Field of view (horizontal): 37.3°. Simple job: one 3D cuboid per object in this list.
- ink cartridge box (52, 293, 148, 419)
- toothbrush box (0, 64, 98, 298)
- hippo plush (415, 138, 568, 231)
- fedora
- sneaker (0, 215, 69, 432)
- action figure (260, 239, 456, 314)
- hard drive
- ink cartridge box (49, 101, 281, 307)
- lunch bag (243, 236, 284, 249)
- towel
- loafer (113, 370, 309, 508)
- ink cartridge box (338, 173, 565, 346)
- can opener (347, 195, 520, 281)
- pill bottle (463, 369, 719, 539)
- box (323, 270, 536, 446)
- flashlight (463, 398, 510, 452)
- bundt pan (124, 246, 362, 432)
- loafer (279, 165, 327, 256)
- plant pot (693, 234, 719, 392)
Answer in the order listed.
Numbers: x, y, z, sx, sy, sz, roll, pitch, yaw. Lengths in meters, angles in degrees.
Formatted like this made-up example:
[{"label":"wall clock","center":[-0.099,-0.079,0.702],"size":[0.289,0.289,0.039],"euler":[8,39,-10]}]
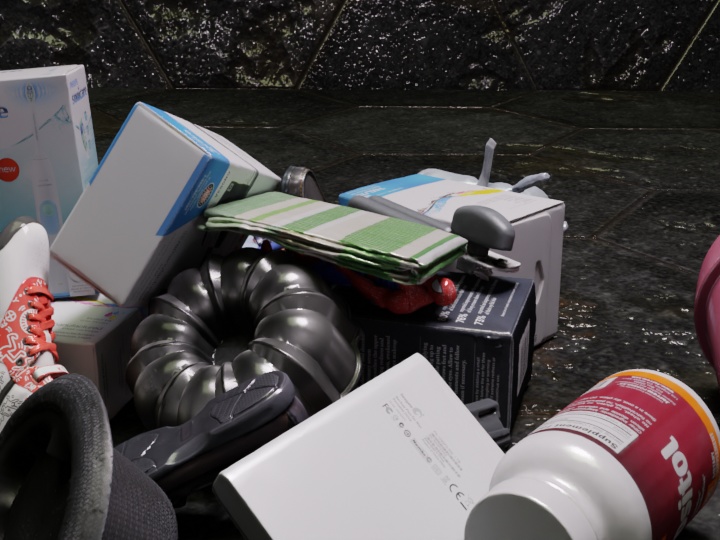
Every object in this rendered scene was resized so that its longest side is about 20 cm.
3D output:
[{"label":"ink cartridge box","center":[-0.267,0.065,1.000],"size":[0.141,0.086,0.200],"euler":[4,17,11]},{"label":"toothbrush box","center":[-0.317,-0.079,0.981],"size":[0.143,0.204,0.085],"euler":[-4,16,-3]},{"label":"hippo plush","center":[0.152,-0.067,1.280],"size":[0.158,0.203,0.160],"euler":[36,25,26]},{"label":"fedora","center":[-0.173,0.164,0.646],"size":[0.091,0.203,0.200],"euler":[29,1,-31]},{"label":"sneaker","center":[-0.258,0.065,0.849],"size":[0.106,0.205,0.067],"euler":[13,-10,21]},{"label":"action figure","center":[0.000,0.000,0.929],"size":[0.197,0.053,0.065],"euler":[17,22,35]},{"label":"hard drive","center":[0.015,0.146,0.708],"size":[0.199,0.026,0.132],"euler":[-26,69,-43]},{"label":"ink cartridge box","center":[-0.162,-0.050,0.939],"size":[0.083,0.147,0.200],"euler":[33,6,11]},{"label":"lunch bag","center":[-0.184,-0.015,1.273],"size":[0.159,0.077,0.198],"euler":[-18,24,-39]},{"label":"towel","center":[-0.018,-0.031,0.899],"size":[0.196,0.024,0.152],"euler":[13,15,18]},{"label":"loafer","center":[-0.124,0.143,0.754],"size":[0.197,0.064,0.072],"euler":[-28,19,8]},{"label":"ink cartridge box","center":[0.094,-0.005,1.124],"size":[0.198,0.150,0.145],"euler":[15,22,40]},{"label":"can opener","center":[0.070,-0.040,1.001],"size":[0.198,0.068,0.052],"euler":[20,14,41]},{"label":"pill bottle","center":[0.156,0.148,0.707],"size":[0.111,0.115,0.199],"euler":[13,23,36]},{"label":"box","center":[0.050,0.069,0.961],"size":[0.196,0.107,0.148],"euler":[5,19,16]},{"label":"flashlight","center":[0.026,0.152,0.780],"size":[0.197,0.069,0.068],"euler":[-8,-22,-39]},{"label":"bundt pan","center":[-0.100,0.063,0.851],"size":[0.198,0.076,0.205],"euler":[-11,50,13]},{"label":"loafer","center":[-0.027,-0.017,1.067],"size":[0.071,0.202,0.073],"euler":[-1,39,23]},{"label":"plant pot","center":[0.370,0.065,0.875],"size":[0.196,0.203,0.180],"euler":[7,34,20]}]
